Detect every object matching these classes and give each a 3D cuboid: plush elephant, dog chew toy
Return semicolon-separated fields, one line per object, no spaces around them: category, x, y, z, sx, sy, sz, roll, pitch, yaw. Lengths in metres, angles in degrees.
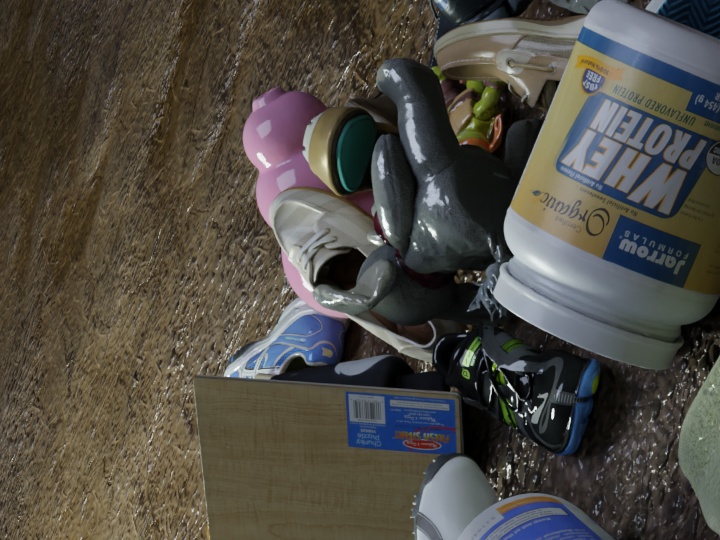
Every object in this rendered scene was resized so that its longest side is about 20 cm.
plush elephant;0.053;-0.027;1.536;0.155;0.164;0.201;-35;50;43
dog chew toy;-0.031;-0.062;1.733;0.124;0.200;0.125;-29;10;5

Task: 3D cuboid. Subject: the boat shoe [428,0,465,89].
boat shoe;0.087;-0.246;1.771;0.075;0.062;0.201;17;91;67

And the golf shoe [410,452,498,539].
golf shoe;0.089;0.213;1.398;0.094;0.078;0.201;-38;51;51

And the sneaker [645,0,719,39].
sneaker;0.190;-0.112;1.392;0.201;0.076;0.081;-66;21;11

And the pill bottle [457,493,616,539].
pill bottle;0.133;0.216;1.224;0.112;0.112;0.200;-70;21;7

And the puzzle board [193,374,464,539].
puzzle board;-0.020;0.149;1.503;0.017;0.199;0.151;-58;-33;-62

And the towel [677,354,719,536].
towel;0.246;0.065;1.168;0.200;0.036;0.148;-65;23;19

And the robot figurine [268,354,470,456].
robot figurine;-0.017;0.135;1.577;0.125;0.199;0.151;-60;-45;-61

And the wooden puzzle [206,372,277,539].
wooden puzzle;-0.064;0.190;1.757;0.185;0.046;0.201;4;78;49

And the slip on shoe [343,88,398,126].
slip on shoe;0.026;-0.129;1.786;0.061;0.076;0.200;-47;1;2

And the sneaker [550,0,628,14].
sneaker;0.200;-0.267;1.512;0.200;0.076;0.081;-43;24;44

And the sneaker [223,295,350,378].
sneaker;-0.076;0.102;1.881;0.077;0.075;0.200;-87;24;-43

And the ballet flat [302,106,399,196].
ballet flat;-0.012;-0.092;1.593;0.200;0.063;0.069;15;-88;-72

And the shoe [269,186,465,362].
shoe;0.000;0.000;1.637;0.070;0.200;0.053;-56;-19;17

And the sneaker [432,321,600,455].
sneaker;0.105;0.080;1.440;0.200;0.082;0.071;19;91;69

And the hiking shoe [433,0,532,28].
hiking shoe;0.120;-0.268;1.603;0.074;0.087;0.200;-22;28;56

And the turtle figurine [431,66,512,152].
turtle figurine;0.093;-0.134;1.665;0.162;0.064;0.200;-90;17;-55

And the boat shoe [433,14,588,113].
boat shoe;0.133;-0.147;1.494;0.200;0.071;0.065;0;84;43

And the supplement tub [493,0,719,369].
supplement tub;0.176;-0.054;1.283;0.201;0.144;0.145;-69;21;10
